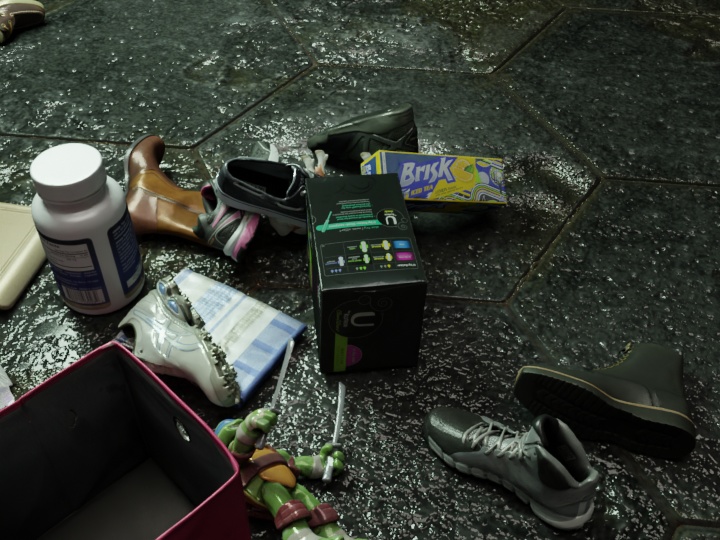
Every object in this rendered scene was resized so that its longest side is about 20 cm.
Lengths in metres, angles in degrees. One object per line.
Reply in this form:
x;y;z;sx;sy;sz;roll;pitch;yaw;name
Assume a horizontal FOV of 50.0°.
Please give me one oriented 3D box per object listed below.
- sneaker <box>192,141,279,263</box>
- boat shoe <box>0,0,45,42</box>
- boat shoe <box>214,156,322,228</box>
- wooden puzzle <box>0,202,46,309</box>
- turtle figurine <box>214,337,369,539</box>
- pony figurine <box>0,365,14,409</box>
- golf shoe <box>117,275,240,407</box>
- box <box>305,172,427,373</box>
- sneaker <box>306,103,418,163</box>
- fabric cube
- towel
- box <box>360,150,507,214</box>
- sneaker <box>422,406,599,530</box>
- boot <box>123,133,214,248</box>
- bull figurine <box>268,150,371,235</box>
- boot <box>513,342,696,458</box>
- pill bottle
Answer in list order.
-0.171;-0.111;1.054;0.086;0.080;0.201;23;46;-13;sneaker
-0.696;-0.465;1.474;0.199;0.072;0.072;-21;78;-35;boat shoe
-0.087;-0.107;1.006;0.198;0.068;0.072;13;64;-18;boat shoe
-0.528;-0.027;1.050;0.198;0.037;0.186;11;45;4;wooden puzzle
-0.054;0.187;0.762;0.199;0.145;0.194;-27;55;-21;turtle figurine
-0.495;0.086;0.848;0.166;0.201;0.194;-22;64;-31;pony figurine
-0.208;0.099;0.878;0.097;0.079;0.200;-35;48;-11;golf shoe
0.000;0.000;0.945;0.123;0.149;0.201;-5;45;-7;box
0.005;-0.180;1.184;0.198;0.115;0.076;-5;20;35;sneaker
-0.225;0.227;0.677;0.199;0.200;0.196;-35;54;-30;fabric cube
-0.185;0.078;0.953;0.199;0.024;0.147;23;49;20;towel
0.103;-0.121;1.075;0.198;0.064;0.071;0;80;-24;box
0.158;0.173;0.796;0.199;0.116;0.075;27;50;23;sneaker
-0.252;-0.118;1.119;0.198;0.069;0.189;8;45;6;boot
-0.038;-0.105;1.096;0.198;0.065;0.123;3;83;-9;bull figurine
0.280;0.124;0.889;0.199;0.078;0.139;22;43;2;boot
-0.339;-0.051;0.954;0.110;0.201;0.112;1;44;-1;pill bottle
